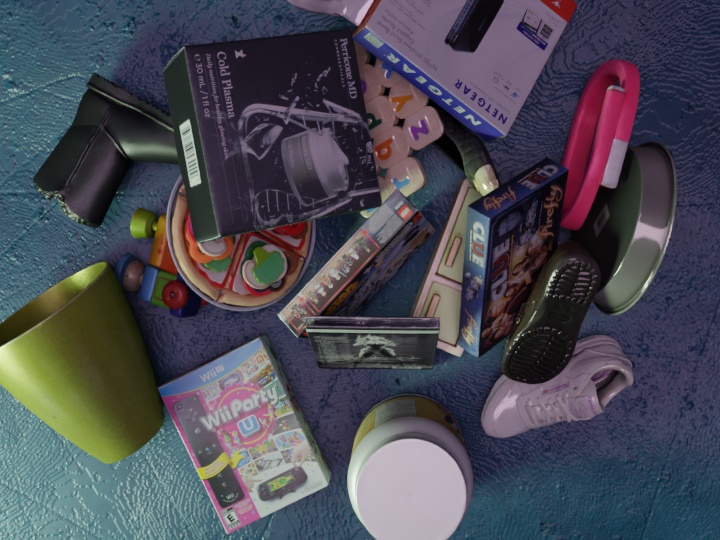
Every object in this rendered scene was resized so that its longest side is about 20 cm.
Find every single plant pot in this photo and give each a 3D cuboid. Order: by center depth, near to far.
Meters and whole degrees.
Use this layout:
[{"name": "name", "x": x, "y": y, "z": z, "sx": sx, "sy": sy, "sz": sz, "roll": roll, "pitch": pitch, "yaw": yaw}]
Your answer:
[{"name": "plant pot", "x": -0.327, "y": 0.125, "z": 1.110, "sx": 0.185, "sy": 0.187, "sz": 0.202, "roll": -30, "pitch": 107, "yaw": 4}]

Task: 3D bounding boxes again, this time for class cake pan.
[{"name": "cake pan", "x": 0.292, "y": -0.052, "z": 1.048, "sx": 0.036, "sy": 0.200, "sz": 0.204, "roll": 13, "pitch": 94, "yaw": -9}]

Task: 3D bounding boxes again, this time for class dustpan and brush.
[{"name": "dustpan and brush", "x": -0.005, "y": -0.299, "z": 1.040, "sx": 0.140, "sy": 0.198, "sz": 0.058, "roll": 50, "pitch": 116, "yaw": 31}]

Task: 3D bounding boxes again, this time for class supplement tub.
[{"name": "supplement tub", "x": 0.058, "y": 0.233, "z": 1.077, "sx": 0.142, "sy": 0.200, "sz": 0.148, "roll": 0, "pitch": 94, "yaw": 2}]

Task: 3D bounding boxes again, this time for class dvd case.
[{"name": "dvd case", "x": 0.016, "y": 0.087, "z": 1.075, "sx": 0.146, "sy": 0.200, "sz": 0.016, "roll": 1, "pitch": 72, "yaw": 2}]

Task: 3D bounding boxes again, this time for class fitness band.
[{"name": "fitness band", "x": 0.270, "y": -0.146, "z": 1.070, "sx": 0.037, "sy": 0.144, "sz": 0.204, "roll": 16, "pitch": 89, "yaw": -5}]

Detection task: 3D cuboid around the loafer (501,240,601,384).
[{"name": "loafer", "x": 0.222, "y": 0.050, "z": 1.062, "sx": 0.072, "sy": 0.071, "sz": 0.202, "roll": 20, "pitch": 126, "yaw": -4}]

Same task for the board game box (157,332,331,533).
[{"name": "board game box", "x": -0.143, "y": 0.202, "z": 1.153, "sx": 0.146, "sy": 0.064, "sz": 0.203, "roll": -26, "pitch": 91, "yaw": 3}]

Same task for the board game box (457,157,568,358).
[{"name": "board game box", "x": 0.172, "y": -0.012, "z": 1.052, "sx": 0.135, "sy": 0.202, "sz": 0.034, "roll": -31, "pitch": 48, "yaw": -31}]

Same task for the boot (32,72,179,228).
[{"name": "boot", "x": -0.288, "y": -0.125, "z": 1.129, "sx": 0.198, "sy": 0.076, "sz": 0.170, "roll": 28, "pitch": 91, "yaw": 7}]

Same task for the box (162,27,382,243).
[{"name": "box", "x": -0.099, "y": -0.149, "z": 1.029, "sx": 0.194, "sy": 0.124, "sz": 0.204, "roll": -13, "pitch": 94, "yaw": -24}]

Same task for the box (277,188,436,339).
[{"name": "box", "x": 0.000, "y": 0.000, "z": 1.094, "sx": 0.200, "sy": 0.137, "sz": 0.040, "roll": -46, "pitch": 76, "yaw": 4}]

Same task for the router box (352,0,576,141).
[{"name": "router box", "x": 0.118, "y": -0.275, "z": 1.015, "sx": 0.198, "sy": 0.049, "sz": 0.181, "roll": 33, "pitch": 79, "yaw": -16}]

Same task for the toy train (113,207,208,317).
[{"name": "toy train", "x": -0.232, "y": -0.054, "z": 1.137, "sx": 0.114, "sy": 0.085, "sz": 0.204, "roll": 15, "pitch": 94, "yaw": 15}]

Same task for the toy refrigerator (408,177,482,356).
[{"name": "toy refrigerator", "x": 0.123, "y": -0.005, "z": 1.125, "sx": 0.075, "sy": 0.070, "sz": 0.203, "roll": 21, "pitch": 95, "yaw": 1}]

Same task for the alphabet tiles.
[{"name": "alphabet tiles", "x": 0.002, "y": -0.173, "z": 1.103, "sx": 0.194, "sy": 0.015, "sz": 0.203, "roll": -28, "pitch": 85, "yaw": 31}]

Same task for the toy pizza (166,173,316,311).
[{"name": "toy pizza", "x": -0.136, "y": -0.053, "z": 1.101, "sx": 0.197, "sy": 0.032, "sz": 0.204, "roll": 0, "pitch": 90, "yaw": -32}]

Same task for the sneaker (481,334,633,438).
[{"name": "sneaker", "x": 0.237, "y": 0.148, "z": 1.112, "sx": 0.198, "sy": 0.100, "sz": 0.075, "roll": -30, "pitch": 112, "yaw": 5}]

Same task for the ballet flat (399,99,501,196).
[{"name": "ballet flat", "x": 0.109, "y": -0.138, "z": 1.075, "sx": 0.056, "sy": 0.201, "sz": 0.067, "roll": -27, "pitch": 133, "yaw": -6}]
